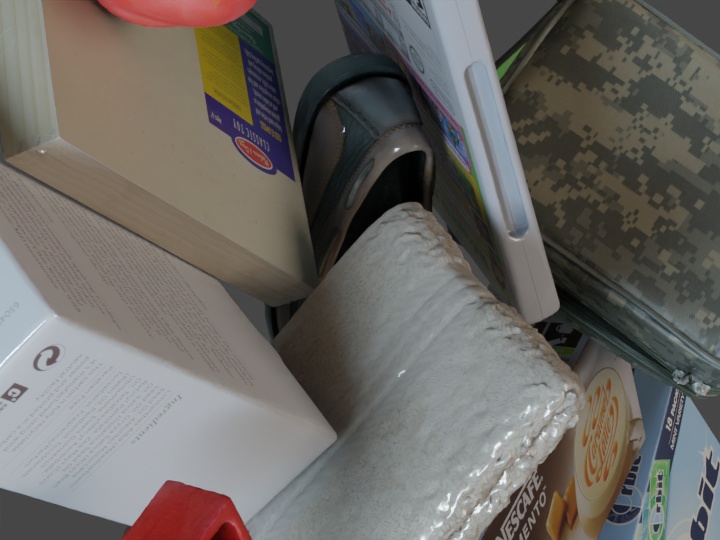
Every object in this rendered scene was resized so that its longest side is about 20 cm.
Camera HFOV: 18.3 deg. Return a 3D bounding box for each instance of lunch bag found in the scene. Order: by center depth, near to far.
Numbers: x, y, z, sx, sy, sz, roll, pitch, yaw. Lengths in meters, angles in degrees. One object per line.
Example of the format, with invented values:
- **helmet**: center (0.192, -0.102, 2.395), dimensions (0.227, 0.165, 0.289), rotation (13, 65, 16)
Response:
- **lunch bag**: center (0.145, -0.028, 1.134), dimensions (0.139, 0.200, 0.168), rotation (-54, 177, -8)

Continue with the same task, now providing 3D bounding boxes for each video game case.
- **video game case**: center (0.024, -0.097, 0.985), dimensions (0.200, 0.022, 0.182), rotation (-124, -167, -53)

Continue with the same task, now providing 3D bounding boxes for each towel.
- **towel**: center (-0.008, 0.084, 0.886), dimensions (0.200, 0.133, 0.034), rotation (-49, 138, 9)

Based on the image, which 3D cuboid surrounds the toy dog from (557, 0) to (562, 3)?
- **toy dog**: center (0.156, -0.227, 1.197), dimensions (0.200, 0.194, 0.140), rotation (-36, 148, -14)

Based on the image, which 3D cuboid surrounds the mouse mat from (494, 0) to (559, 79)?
- **mouse mat**: center (0.121, -0.079, 1.323), dimensions (0.200, 0.008, 0.161), rotation (-45, 132, -49)

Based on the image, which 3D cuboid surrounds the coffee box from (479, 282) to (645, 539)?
- **coffee box**: center (0.077, 0.112, 1.191), dimensions (0.200, 0.080, 0.114), rotation (-56, 140, -43)

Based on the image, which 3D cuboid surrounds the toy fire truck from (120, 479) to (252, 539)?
- **toy fire truck**: center (-0.092, 0.158, 0.808), dimensions (0.049, 0.141, 0.200), rotation (-55, 143, -43)

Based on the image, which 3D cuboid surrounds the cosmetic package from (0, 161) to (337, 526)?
- **cosmetic package**: center (-0.102, 0.029, 0.806), dimensions (0.071, 0.101, 0.200), rotation (-45, 150, 9)

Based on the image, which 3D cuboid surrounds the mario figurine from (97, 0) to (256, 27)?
- **mario figurine**: center (-0.057, -0.177, 0.823), dimensions (0.106, 0.123, 0.200), rotation (53, 29, -44)

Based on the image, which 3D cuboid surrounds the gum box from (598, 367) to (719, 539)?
- **gum box**: center (0.196, 0.183, 1.462), dimensions (0.200, 0.045, 0.170), rotation (51, 51, -51)

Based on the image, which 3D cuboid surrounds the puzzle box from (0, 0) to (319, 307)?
- **puzzle box**: center (-0.081, -0.073, 0.877), dimensions (0.200, 0.025, 0.133), rotation (33, 41, -58)

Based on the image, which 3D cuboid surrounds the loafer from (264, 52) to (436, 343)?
- **loafer**: center (0.000, 0.000, 0.997), dimensions (0.072, 0.063, 0.200), rotation (-17, 134, -20)
